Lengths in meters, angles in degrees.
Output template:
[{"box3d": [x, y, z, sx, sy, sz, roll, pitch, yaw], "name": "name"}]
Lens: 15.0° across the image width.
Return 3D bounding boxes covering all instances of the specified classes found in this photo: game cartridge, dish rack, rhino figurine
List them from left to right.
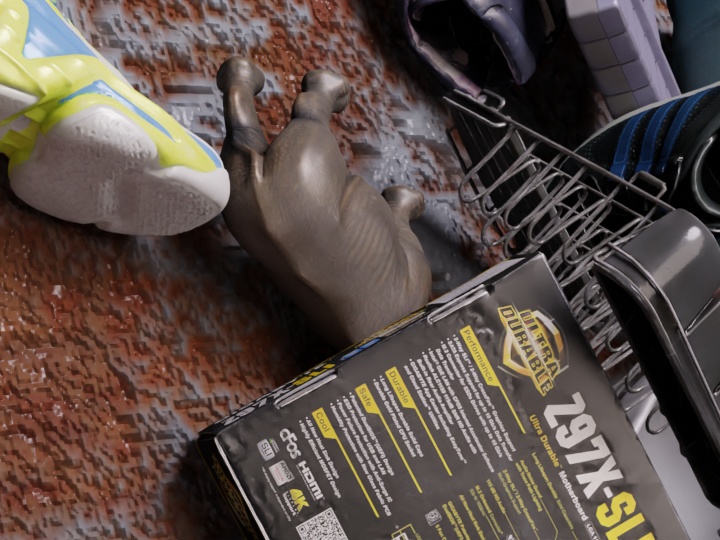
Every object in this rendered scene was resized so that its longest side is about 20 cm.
[{"box3d": [0.000, 0.000, 1.170, 0.200, 0.059, 0.088, 53, 27, -38], "name": "rhino figurine"}, {"box3d": [0.101, 0.006, 1.181, 0.054, 0.200, 0.154, -40, 130, -13], "name": "dish rack"}, {"box3d": [0.118, -0.165, 1.329, 0.130, 0.038, 0.201, 64, 16, -53], "name": "game cartridge"}]

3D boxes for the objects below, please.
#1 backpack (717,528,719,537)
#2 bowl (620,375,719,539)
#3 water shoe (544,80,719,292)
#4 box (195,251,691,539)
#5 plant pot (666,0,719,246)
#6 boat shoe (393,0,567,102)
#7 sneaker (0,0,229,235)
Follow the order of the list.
[{"box3d": [0.269, 0.093, 1.204, 0.151, 0.200, 0.177, 49, 43, 4], "name": "backpack"}, {"box3d": [0.154, 0.160, 1.257, 0.200, 0.074, 0.200, 51, 43, -19], "name": "bowl"}, {"box3d": [0.148, -0.045, 1.244, 0.072, 0.199, 0.079, 56, 28, -3], "name": "water shoe"}, {"box3d": [0.048, 0.117, 1.117, 0.159, 0.049, 0.201, -29, 92, -15], "name": "box"}, {"box3d": [0.234, -0.046, 1.359, 0.200, 0.200, 0.197, 31, 61, -34], "name": "plant pot"}, {"box3d": [0.030, -0.170, 1.269, 0.200, 0.074, 0.093, 49, 37, -20], "name": "boat shoe"}, {"box3d": [-0.129, -0.091, 1.067, 0.199, 0.076, 0.106, 27, 54, -36], "name": "sneaker"}]
